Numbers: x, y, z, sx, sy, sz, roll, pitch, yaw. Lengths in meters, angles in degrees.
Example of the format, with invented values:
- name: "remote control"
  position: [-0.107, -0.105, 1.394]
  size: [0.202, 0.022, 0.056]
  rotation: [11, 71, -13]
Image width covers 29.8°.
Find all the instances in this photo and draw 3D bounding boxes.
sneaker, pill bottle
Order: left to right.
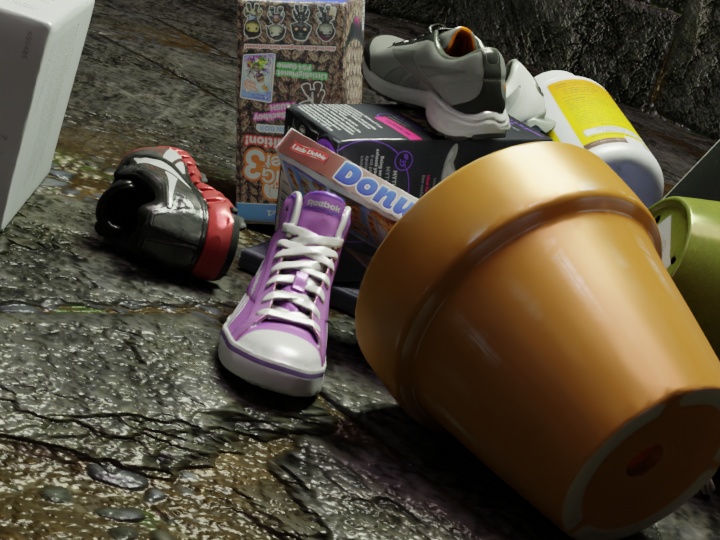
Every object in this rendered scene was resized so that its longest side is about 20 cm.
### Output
- name: "sneaker"
  position: [-0.168, -0.057, 1.068]
  size: [0.098, 0.071, 0.200]
  rotation: [11, 18, -30]
- name: "sneaker"
  position: [-0.046, 0.005, 0.914]
  size: [0.072, 0.115, 0.201]
  rotation: [17, 16, -8]
- name: "sneaker"
  position: [0.064, -0.168, 1.108]
  size: [0.074, 0.080, 0.200]
  rotation: [-5, 23, -26]
- name: "sneaker"
  position: [0.078, -0.136, 1.287]
  size: [0.200, 0.089, 0.074]
  rotation: [-26, 17, 0]
- name: "pill bottle"
  position: [0.217, -0.120, 1.343]
  size: [0.109, 0.109, 0.200]
  rotation: [12, 31, -20]

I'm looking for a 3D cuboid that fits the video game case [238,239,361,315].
- name: "video game case"
  position: [0.000, 0.000, 1.163]
  size: [0.143, 0.019, 0.200]
  rotation: [22, 15, 16]

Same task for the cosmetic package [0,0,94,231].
- name: "cosmetic package"
  position: [-0.318, -0.151, 1.052]
  size: [0.164, 0.165, 0.200]
  rotation: [17, 16, -6]

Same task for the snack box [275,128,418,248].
- name: "snack box"
  position: [0.027, -0.032, 0.967]
  size: [0.200, 0.024, 0.072]
  rotation: [31, -19, 23]

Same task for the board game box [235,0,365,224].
- name: "board game box"
  position: [-0.054, -0.154, 1.263]
  size: [0.097, 0.201, 0.159]
  rotation: [3, 15, 6]

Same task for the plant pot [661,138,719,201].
- name: "plant pot"
  position: [0.379, -0.017, 1.208]
  size: [0.177, 0.200, 0.200]
  rotation: [49, 18, 21]

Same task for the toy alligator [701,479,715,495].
- name: "toy alligator"
  position: [0.192, 0.095, 0.987]
  size: [0.054, 0.059, 0.200]
  rotation: [-21, 41, 2]

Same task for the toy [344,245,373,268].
- name: "toy"
  position: [0.073, 0.042, 1.023]
  size: [0.115, 0.047, 0.200]
  rotation: [40, 12, 35]

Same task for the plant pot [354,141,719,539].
- name: "plant pot"
  position: [0.125, 0.055, 0.820]
  size: [0.200, 0.200, 0.183]
  rotation: [6, 35, -38]

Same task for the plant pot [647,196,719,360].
- name: "plant pot"
  position: [0.280, 0.034, 0.959]
  size: [0.200, 0.187, 0.187]
  rotation: [26, 12, -17]

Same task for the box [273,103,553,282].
- name: "box"
  position: [0.042, -0.068, 1.123]
  size: [0.199, 0.123, 0.106]
  rotation: [-2, 23, -26]
